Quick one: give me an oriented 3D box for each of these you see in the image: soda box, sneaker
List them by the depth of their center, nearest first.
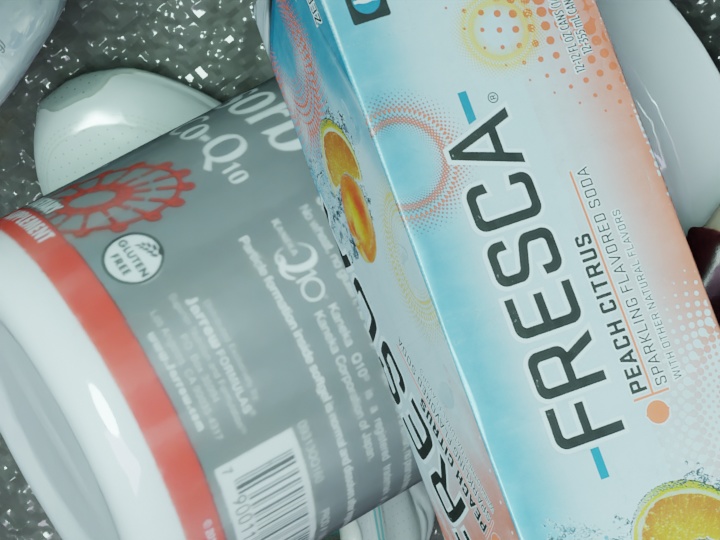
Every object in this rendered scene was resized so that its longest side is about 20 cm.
[{"bbox_3d":[0.041,0.009,0.712,0.068,0.064,0.201,-18,82,-16],"label":"soda box"},{"bbox_3d":[-0.034,0.030,0.877,0.070,0.080,0.201,-23,113,17],"label":"sneaker"}]

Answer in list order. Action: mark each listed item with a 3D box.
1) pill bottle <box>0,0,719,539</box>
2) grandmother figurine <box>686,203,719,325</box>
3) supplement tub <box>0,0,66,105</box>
[{"bbox_3d":[0.000,0.000,0.799,0.199,0.116,0.116,-29,117,-18],"label":"pill bottle"},{"bbox_3d":[0.128,0.027,0.774,0.199,0.061,0.122,-31,84,0],"label":"grandmother figurine"},{"bbox_3d":[-0.173,-0.118,0.752,0.122,0.123,0.200,-29,132,17],"label":"supplement tub"}]
